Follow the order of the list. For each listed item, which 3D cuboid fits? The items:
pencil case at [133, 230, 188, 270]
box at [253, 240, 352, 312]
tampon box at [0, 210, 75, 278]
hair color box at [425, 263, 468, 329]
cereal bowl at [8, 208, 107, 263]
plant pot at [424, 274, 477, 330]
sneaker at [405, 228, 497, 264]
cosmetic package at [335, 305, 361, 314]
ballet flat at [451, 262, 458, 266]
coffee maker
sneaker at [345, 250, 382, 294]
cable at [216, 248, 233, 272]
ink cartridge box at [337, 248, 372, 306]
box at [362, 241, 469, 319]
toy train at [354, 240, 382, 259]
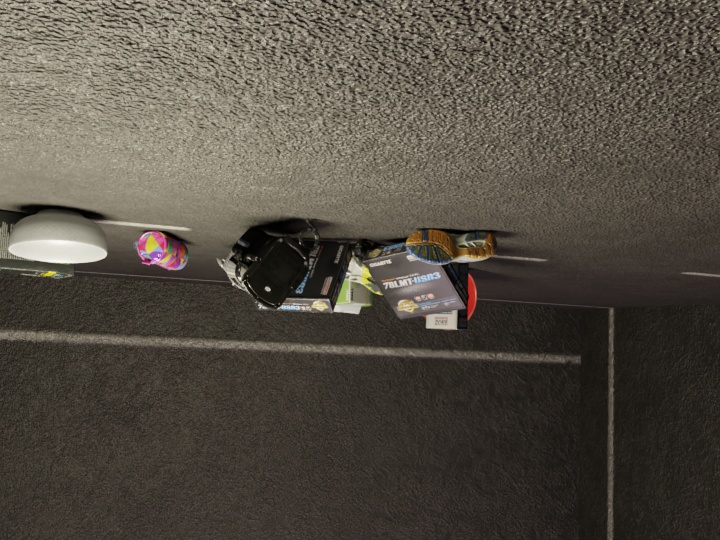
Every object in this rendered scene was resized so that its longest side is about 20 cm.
[{"bbox_3d":[-0.514,-0.049,1.673,0.086,0.091,0.200,2,175,4],"label":"pencil case"},{"bbox_3d":[-0.135,0.010,1.532,0.193,0.203,0.050,1,134,18],"label":"box"},{"bbox_3d":[-0.779,-0.057,1.487,0.196,0.130,0.148,7,173,-40],"label":"tampon box"},{"bbox_3d":[0.232,0.054,1.709,0.098,0.206,0.060,-1,173,39],"label":"hair color box"},{"bbox_3d":[-0.645,-0.078,1.380,0.194,0.086,0.200,-2,168,0],"label":"cereal bowl"},{"bbox_3d":[0.260,0.081,2.125,0.195,0.207,0.176,5,-177,-24],"label":"plant pot"},{"bbox_3d":[0.195,-0.043,1.394,0.194,0.078,0.088,3,170,4],"label":"sneaker"},{"bbox_3d":[-0.086,0.039,1.895,0.147,0.053,0.202,5,-145,-20],"label":"cosmetic package"},{"bbox_3d":[0.143,-0.044,1.540,0.195,0.073,0.070,1,174,27],"label":"ballet flat"},{"bbox_3d":[-0.190,-0.023,1.399,0.189,0.137,0.199,-29,-159,-16],"label":"coffee maker"},{"bbox_3d":[0.000,0.000,1.683,0.198,0.076,0.085,33,-170,8],"label":"sneaker"},{"bbox_3d":[-0.280,0.006,1.775,0.197,0.070,0.199,23,-171,-39],"label":"cable"},{"bbox_3d":[-0.053,0.015,1.731,0.074,0.152,0.198,-5,171,38],"label":"ink cartridge box"},{"bbox_3d":[0.132,0.021,1.533,0.196,0.050,0.200,-11,127,35],"label":"box"},{"bbox_3d":[0.038,-0.045,1.636,0.033,0.047,0.199,-5,170,27],"label":"toy train"}]
